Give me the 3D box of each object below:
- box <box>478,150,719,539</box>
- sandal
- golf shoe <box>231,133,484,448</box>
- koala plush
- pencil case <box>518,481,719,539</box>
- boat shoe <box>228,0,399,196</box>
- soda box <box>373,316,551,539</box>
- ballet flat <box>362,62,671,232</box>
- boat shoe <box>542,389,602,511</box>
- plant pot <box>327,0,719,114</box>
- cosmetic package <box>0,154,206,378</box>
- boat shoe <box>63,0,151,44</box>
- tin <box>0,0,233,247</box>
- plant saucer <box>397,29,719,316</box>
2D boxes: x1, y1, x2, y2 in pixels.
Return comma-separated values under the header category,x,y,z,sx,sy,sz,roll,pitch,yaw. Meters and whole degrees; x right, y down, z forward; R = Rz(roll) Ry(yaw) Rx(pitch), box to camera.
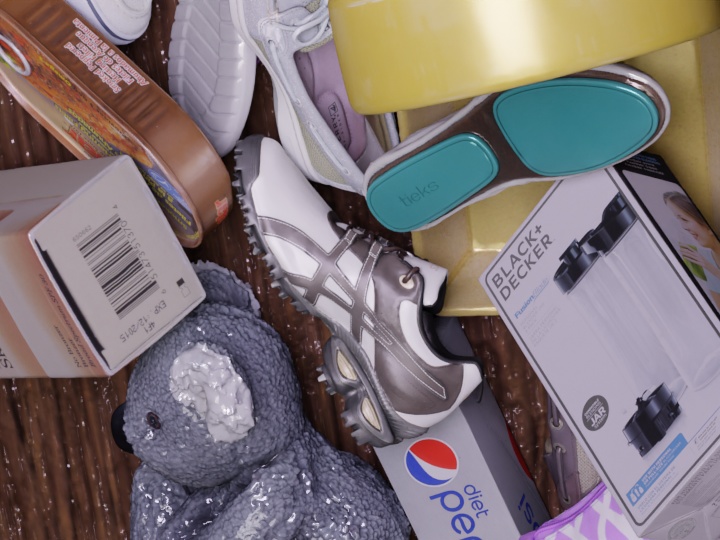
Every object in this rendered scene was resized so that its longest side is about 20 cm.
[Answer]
category,x,y,z,sx,sy,sz,roll,pitch,yaw
box,0.156,0.038,1.441,0.060,0.200,0.117,12,127,-41
sandal,-0.068,-0.158,1.531,0.050,0.082,0.203,-8,119,-31
golf shoe,0.000,0.000,1.534,0.094,0.078,0.200,-28,94,14
koala plush,-0.075,0.104,1.597,0.184,0.177,0.200,-11,111,5
pencil case,0.177,0.124,1.503,0.085,0.084,0.200,35,121,-8
boat shoe,-0.020,-0.123,1.494,0.065,0.074,0.202,27,145,37
soda box,0.064,0.131,1.623,0.063,0.068,0.200,-19,107,20
ballet flat,0.087,-0.079,1.459,0.200,0.069,0.069,-22,108,36
boat shoe,0.143,0.108,1.599,0.065,0.072,0.200,19,133,31
plant pot,0.071,-0.194,1.367,0.201,0.201,0.189,-11,96,17
cosmetic package,-0.196,0.001,1.562,0.200,0.087,0.103,-5,120,52
boat shoe,-0.130,-0.226,1.502,0.086,0.075,0.202,2,109,31
tin,-0.151,-0.094,1.538,0.200,0.042,0.112,43,158,13
plant saucer,0.125,-0.075,1.528,0.200,0.048,0.200,-1,113,14
